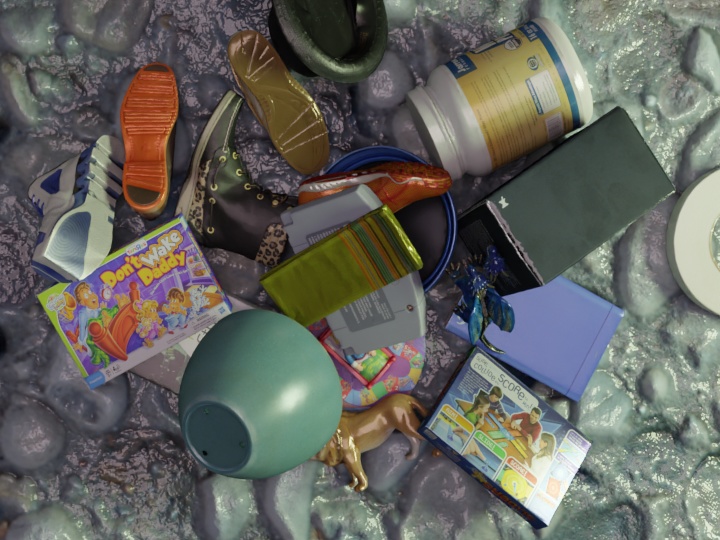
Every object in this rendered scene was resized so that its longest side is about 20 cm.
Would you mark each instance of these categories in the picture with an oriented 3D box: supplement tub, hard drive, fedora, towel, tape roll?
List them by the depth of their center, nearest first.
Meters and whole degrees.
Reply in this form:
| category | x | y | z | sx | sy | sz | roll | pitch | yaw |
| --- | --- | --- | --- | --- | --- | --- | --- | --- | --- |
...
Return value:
| category | x | y | z | sx | sy | sz | roll | pitch | yaw |
| --- | --- | --- | --- | --- | --- | --- | --- | --- | --- |
| towel | -0.026 | 0.002 | 1.351 | 0.198 | 0.018 | 0.087 | -28 | 103 | 28 |
| supplement tub | 0.169 | -0.205 | 1.397 | 0.198 | 0.145 | 0.146 | -26 | 93 | -1 |
| fedora | -0.058 | -0.314 | 1.398 | 0.199 | 0.091 | 0.204 | 16 | 64 | -36 |
| tape roll | 0.495 | -0.036 | 1.467 | 0.199 | 0.037 | 0.206 | 0 | 92 | -2 |
| hard drive | 0.224 | 0.063 | 1.469 | 0.198 | 0.025 | 0.133 | 28 | 91 | -3 |

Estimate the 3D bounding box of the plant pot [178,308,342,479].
| category | x | y | z | sx | sy | sz | roll | pitch | yaw |
| --- | --- | --- | --- | --- | --- | --- | --- | --- | --- |
| plant pot | -0.137 | 0.164 | 1.336 | 0.197 | 0.135 | 0.203 | 9 | 113 | 21 |

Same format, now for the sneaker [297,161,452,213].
| category | x | y | z | sx | sy | sz | roll | pitch | yaw |
| --- | --- | --- | --- | --- | --- | --- | --- | --- | --- |
| sneaker | 0.021 | -0.087 | 1.380 | 0.197 | 0.073 | 0.078 | -7 | 104 | 25 |

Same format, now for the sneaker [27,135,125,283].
| category | x | y | z | sx | sy | sz | roll | pitch | yaw |
| --- | --- | --- | --- | --- | --- | --- | --- | --- | --- |
| sneaker | -0.360 | -0.067 | 1.399 | 0.081 | 0.114 | 0.202 | 44 | 46 | -37 |

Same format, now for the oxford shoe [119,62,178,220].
| category | x | y | z | sx | sy | sz | roll | pitch | yaw |
| --- | --- | --- | --- | --- | --- | --- | --- | --- | --- |
| oxford shoe | -0.265 | -0.161 | 1.429 | 0.070 | 0.073 | 0.203 | 5 | 73 | -1 |

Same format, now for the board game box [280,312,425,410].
| category | x | y | z | sx | sy | sz | roll | pitch | yaw |
| --- | --- | --- | --- | --- | --- | --- | --- | --- | --- |
| board game box | -0.013 | 0.102 | 1.456 | 0.196 | 0.039 | 0.161 | -3 | 92 | -1 |

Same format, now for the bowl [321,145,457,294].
| category | x | y | z | sx | sy | sz | roll | pitch | yaw |
| --- | --- | --- | --- | --- | --- | --- | --- | --- | --- |
| bowl | 0.026 | -0.053 | 1.426 | 0.197 | 0.039 | 0.204 | 0 | 90 | 16 |

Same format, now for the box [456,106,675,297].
| category | x | y | z | sx | sy | sz | roll | pitch | yaw |
| --- | --- | --- | --- | --- | --- | --- | --- | --- | --- |
| box | 0.236 | -0.077 | 1.363 | 0.199 | 0.197 | 0.125 | -34 | 88 | -8 |

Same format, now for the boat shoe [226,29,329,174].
| category | x | y | z | sx | sy | sz | roll | pitch | yaw |
| --- | --- | --- | --- | --- | --- | --- | --- | --- | --- |
| boat shoe | -0.103 | -0.215 | 1.427 | 0.073 | 0.069 | 0.202 | -30 | 114 | -4 |

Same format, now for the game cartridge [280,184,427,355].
| category | x | y | z | sx | sy | sz | roll | pitch | yaw |
| --- | --- | --- | --- | --- | --- | --- | --- | --- | --- |
| game cartridge | 0.000 | 0.000 | 1.371 | 0.132 | 0.041 | 0.202 | -15 | 110 | 28 |

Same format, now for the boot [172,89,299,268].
| category | x | y | z | sx | sy | sz | roll | pitch | yaw |
| --- | --- | --- | --- | --- | --- | --- | --- | --- | --- |
| boot | -0.142 | -0.109 | 1.427 | 0.149 | 0.073 | 0.203 | 21 | 95 | -1 |

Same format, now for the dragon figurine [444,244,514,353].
| category | x | y | z | sx | sy | sz | roll | pitch | yaw |
| --- | --- | --- | --- | --- | --- | --- | --- | --- | --- |
| dragon figurine | 0.149 | 0.048 | 1.370 | 0.058 | 0.100 | 0.202 | -17 | 123 | -6 |

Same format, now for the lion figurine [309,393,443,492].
| category | x | y | z | sx | sy | sz | roll | pitch | yaw |
| --- | --- | --- | --- | --- | --- | --- | --- | --- | --- |
| lion figurine | 0.014 | 0.203 | 1.451 | 0.198 | 0.072 | 0.124 | -24 | 94 | -7 |

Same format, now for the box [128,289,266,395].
| category | x | y | z | sx | sy | sz | roll | pitch | yaw |
| --- | --- | --- | --- | --- | --- | --- | --- | --- | --- |
| box | -0.229 | 0.079 | 1.452 | 0.198 | 0.036 | 0.146 | 25 | 92 | -1 |

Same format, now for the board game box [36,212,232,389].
| category | x | y | z | sx | sy | sz | roll | pitch | yaw |
| --- | --- | --- | --- | --- | --- | --- | --- | --- | --- |
| board game box | -0.276 | 0.038 | 1.400 | 0.198 | 0.045 | 0.136 | -28 | 101 | 1 |

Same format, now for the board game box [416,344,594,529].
| category | x | y | z | sx | sy | sz | roll | pitch | yaw |
| --- | --- | --- | --- | --- | --- | --- | --- | --- | --- |
| board game box | 0.185 | 0.210 | 1.440 | 0.199 | 0.034 | 0.136 | 40 | 62 | -3 |
